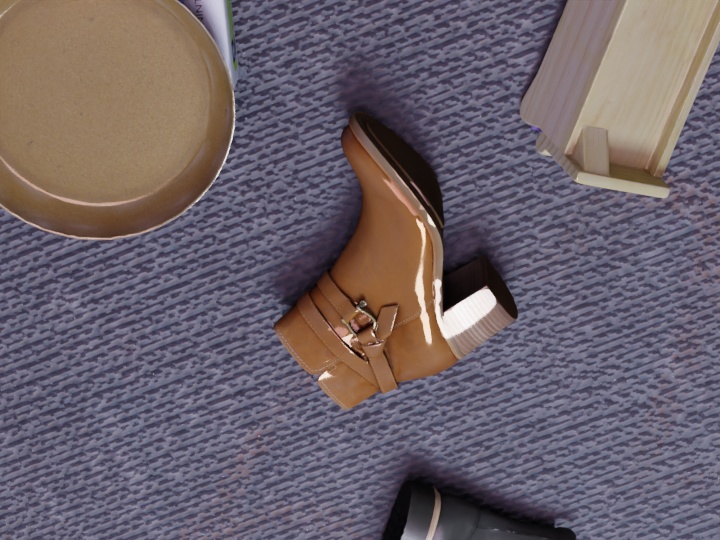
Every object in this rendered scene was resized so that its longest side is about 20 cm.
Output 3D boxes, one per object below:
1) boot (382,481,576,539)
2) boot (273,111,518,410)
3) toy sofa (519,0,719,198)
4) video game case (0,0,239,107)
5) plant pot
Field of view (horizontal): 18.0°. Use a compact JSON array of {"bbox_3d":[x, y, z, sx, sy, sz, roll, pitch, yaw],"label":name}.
[{"bbox_3d":[0.072,0.269,1.735,0.137,0.078,0.201,14,114,-10],"label":"boot"},{"bbox_3d":[0.000,0.000,1.621,0.154,0.074,0.201,-29,107,17],"label":"boot"},{"bbox_3d":[0.192,-0.159,1.552,0.082,0.098,0.201,8,115,-29],"label":"toy sofa"},{"bbox_3d":[-0.190,-0.207,1.549,0.198,0.046,0.183,-4,112,3],"label":"video game case"},{"bbox_3d":[-0.183,-0.116,1.551,0.198,0.028,0.202,0,117,0],"label":"plant pot"}]
